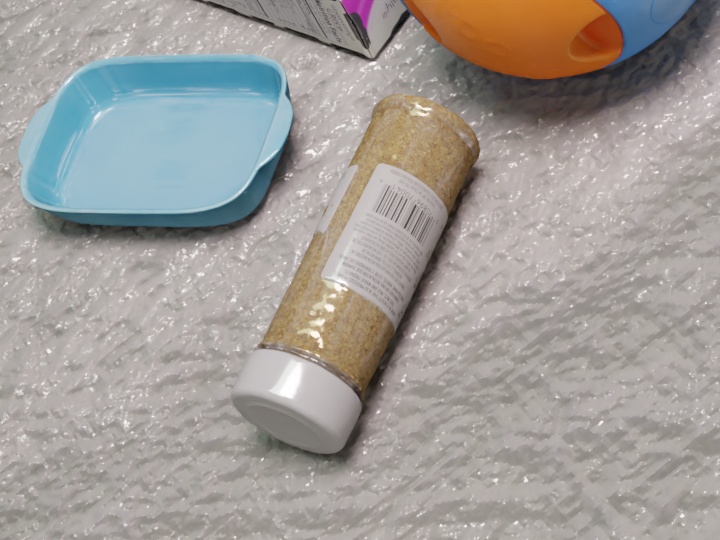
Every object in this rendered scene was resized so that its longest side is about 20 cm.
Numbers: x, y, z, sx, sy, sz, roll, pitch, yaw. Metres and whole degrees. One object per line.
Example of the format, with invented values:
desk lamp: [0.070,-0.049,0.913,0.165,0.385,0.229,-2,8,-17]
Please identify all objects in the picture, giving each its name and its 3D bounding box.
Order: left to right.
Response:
casserole dish: [-0.125,-0.077,1.125,0.199,0.039,0.122,2,59,27]
candy box: [-0.036,-0.231,1.171,0.199,0.061,0.137,23,70,36]
sprinkles bottle: [0.000,0.000,0.987,0.068,0.068,0.201,11,63,32]
treat dispenser ball: [0.104,-0.208,0.991,0.200,0.201,0.202,-13,53,18]
